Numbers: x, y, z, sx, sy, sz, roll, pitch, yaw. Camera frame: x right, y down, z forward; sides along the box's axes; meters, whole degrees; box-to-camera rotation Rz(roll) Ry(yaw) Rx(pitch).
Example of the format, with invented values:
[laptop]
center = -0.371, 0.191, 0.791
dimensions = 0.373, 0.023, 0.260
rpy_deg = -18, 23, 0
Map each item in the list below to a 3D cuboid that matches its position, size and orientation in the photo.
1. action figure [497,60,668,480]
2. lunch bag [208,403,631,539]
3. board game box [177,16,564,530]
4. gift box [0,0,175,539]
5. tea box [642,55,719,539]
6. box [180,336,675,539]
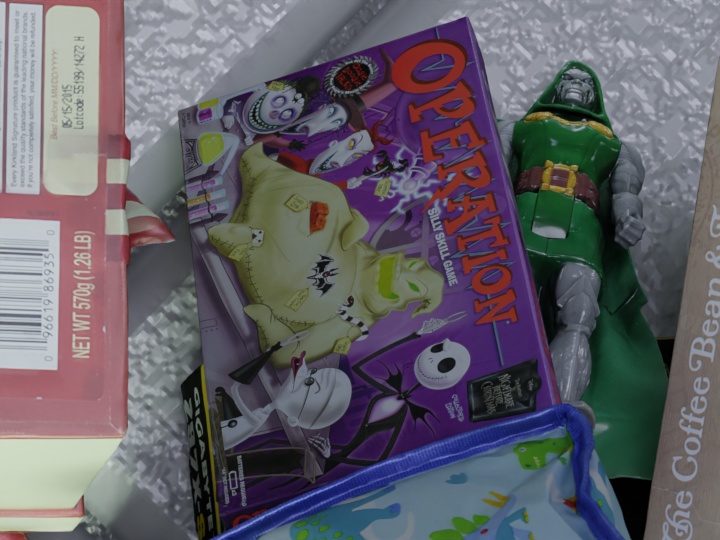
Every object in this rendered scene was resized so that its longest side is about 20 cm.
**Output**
[action figure]
center = 0.069, -0.010, 0.987
dimensions = 0.118, 0.055, 0.200
rpy_deg = 12, 43, 1
[lunch bag]
center = 0.008, 0.163, 0.845
dimensions = 0.199, 0.128, 0.171
rpy_deg = -18, 123, 2
[board game box]
center = 0.000, 0.000, 0.932
dimensions = 0.119, 0.032, 0.201
rpy_deg = -15, 46, 5
[gift box]
center = -0.154, 0.005, 0.877
dimensions = 0.199, 0.187, 0.185
rpy_deg = 7, 74, -13
[tea box]
center = 0.210, 0.047, 0.950
dimensions = 0.197, 0.133, 0.201
rpy_deg = 33, 62, -51
[box]
center = 0.040, 0.110, 0.980
dimensions = 0.199, 0.049, 0.161
rpy_deg = -2, 78, -16
